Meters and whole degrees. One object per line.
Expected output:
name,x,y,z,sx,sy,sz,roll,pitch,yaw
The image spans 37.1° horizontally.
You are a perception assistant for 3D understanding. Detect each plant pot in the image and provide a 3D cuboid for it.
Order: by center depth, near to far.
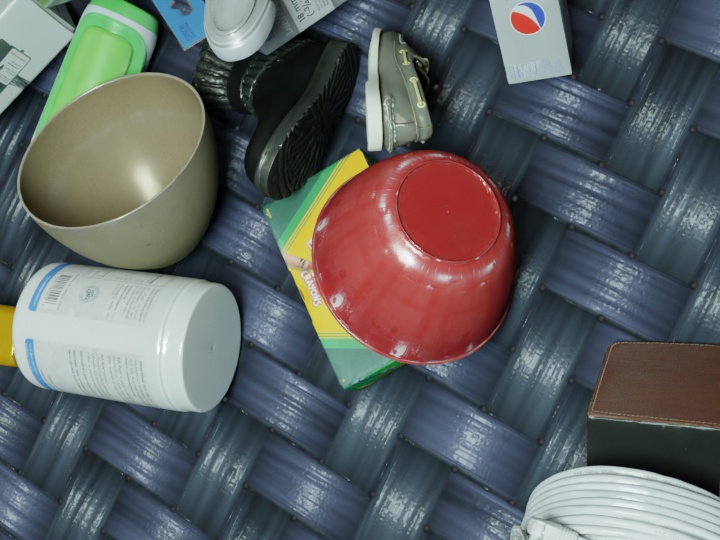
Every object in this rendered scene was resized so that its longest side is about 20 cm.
plant pot,-0.222,-0.080,1.080,0.197,0.135,0.203,-11,51,14

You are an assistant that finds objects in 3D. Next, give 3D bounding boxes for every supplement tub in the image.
supplement tub,-0.235,0.066,1.080,0.197,0.132,0.134,7,85,20

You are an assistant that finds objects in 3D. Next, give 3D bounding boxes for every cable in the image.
cable,0.223,0.233,0.864,0.197,0.201,0.070,6,55,15

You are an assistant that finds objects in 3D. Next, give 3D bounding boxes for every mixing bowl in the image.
mixing bowl,0.061,-0.029,0.950,0.197,0.109,0.203,5,66,-12

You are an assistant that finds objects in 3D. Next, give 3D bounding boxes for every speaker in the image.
speaker,-0.288,-0.191,1.160,0.087,0.088,0.203,22,90,21

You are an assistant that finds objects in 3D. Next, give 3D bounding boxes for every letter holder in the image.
letter holder,0.300,0.137,0.907,0.197,0.142,0.102,3,116,20

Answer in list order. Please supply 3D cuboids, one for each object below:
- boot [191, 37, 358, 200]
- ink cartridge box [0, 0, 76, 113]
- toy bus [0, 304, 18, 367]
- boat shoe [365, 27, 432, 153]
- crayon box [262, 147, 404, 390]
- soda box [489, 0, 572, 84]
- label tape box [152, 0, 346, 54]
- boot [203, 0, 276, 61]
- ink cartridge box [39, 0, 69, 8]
boot,-0.106,-0.163,1.065,0.156,0.080,0.212,13,50,17
ink cartridge box,-0.425,-0.252,1.195,0.200,0.083,0.147,-43,48,9
toy bus,-0.436,0.066,1.178,0.197,0.078,0.066,6,84,20
boat shoe,0.036,-0.173,1.011,0.059,0.203,0.073,-1,124,3
crayon box,0.000,0.000,1.044,0.118,0.058,0.202,-29,74,13
soda box,0.145,-0.274,0.963,0.062,0.202,0.069,-7,39,18
label tape box,-0.105,-0.291,1.077,0.199,0.063,0.145,-34,50,-1
boot,-0.124,-0.292,0.983,0.072,0.096,0.202,-13,53,15
ink cartridge box,-0.240,-0.341,1.117,0.103,0.198,0.060,-7,108,58
